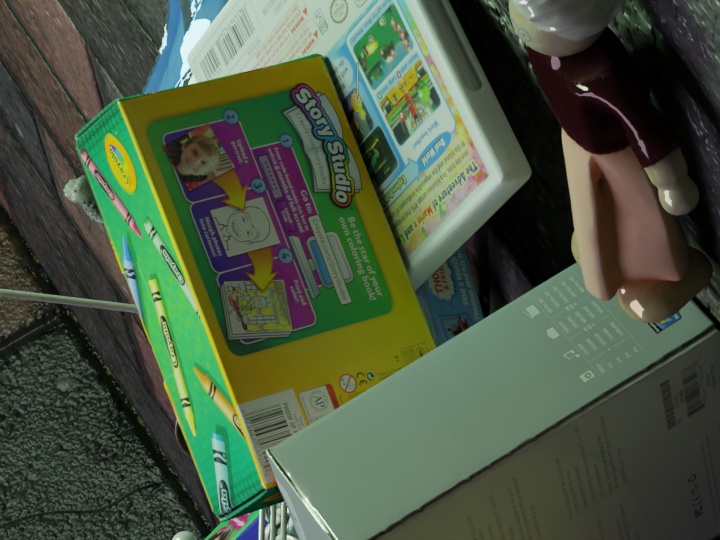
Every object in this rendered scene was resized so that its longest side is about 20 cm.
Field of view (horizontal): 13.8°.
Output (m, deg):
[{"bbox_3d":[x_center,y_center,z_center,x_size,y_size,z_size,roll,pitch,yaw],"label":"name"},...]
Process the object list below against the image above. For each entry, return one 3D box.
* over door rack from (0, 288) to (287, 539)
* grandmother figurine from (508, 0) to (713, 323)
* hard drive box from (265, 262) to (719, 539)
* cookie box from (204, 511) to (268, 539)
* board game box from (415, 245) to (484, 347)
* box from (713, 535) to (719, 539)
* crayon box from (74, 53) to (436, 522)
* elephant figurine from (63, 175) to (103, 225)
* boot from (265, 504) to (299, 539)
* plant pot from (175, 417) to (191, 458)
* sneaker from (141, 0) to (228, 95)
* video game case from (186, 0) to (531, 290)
[{"bbox_3d":[-0.112,0.075,1.438,0.067,0.199,0.148,107,164,-67],"label":"over door rack"},{"bbox_3d":[0.098,-0.063,1.220,0.121,0.061,0.200,38,160,41],"label":"grandmother figurine"},{"bbox_3d":[0.073,0.099,1.381,0.077,0.200,0.156,50,165,38],"label":"hard drive box"},{"bbox_3d":[-0.005,0.198,1.909,0.171,0.200,0.075,46,171,-14],"label":"cookie box"},{"bbox_3d":[0.000,0.000,1.549,0.151,0.036,0.201,-45,53,49],"label":"board game box"},{"bbox_3d":[0.107,0.135,1.554,0.200,0.115,0.132,46,161,51],"label":"box"},{"bbox_3d":[-0.043,0.005,1.418,0.058,0.119,0.201,-35,73,55],"label":"crayon box"},{"bbox_3d":[-0.075,0.003,1.944,0.142,0.155,0.200,61,178,-40],"label":"elephant figurine"},{"bbox_3d":[-0.022,0.132,1.487,0.200,0.090,0.073,56,140,11],"label":"boot"},{"bbox_3d":[-0.011,0.063,1.711,0.200,0.199,0.028,83,173,-65],"label":"plant pot"},{"bbox_3d":[-0.068,-0.130,1.611,0.078,0.201,0.066,9,176,37],"label":"sneaker"},{"bbox_3d":[-0.006,-0.078,1.460,0.200,0.024,0.182,-45,65,52],"label":"video game case"}]
